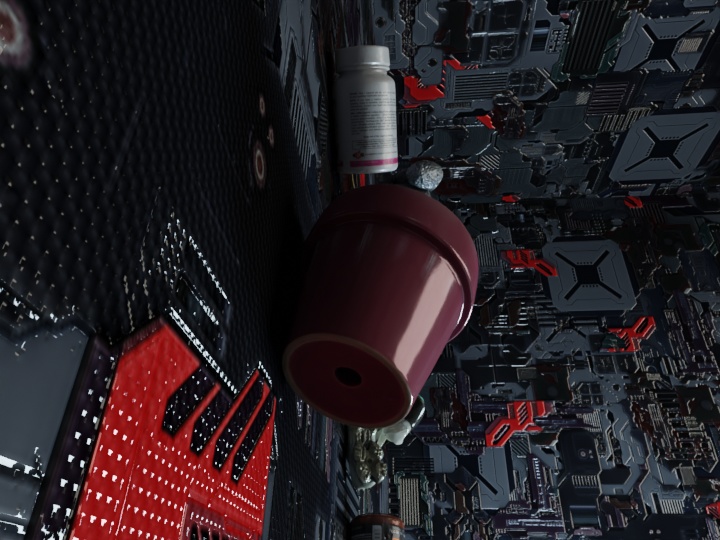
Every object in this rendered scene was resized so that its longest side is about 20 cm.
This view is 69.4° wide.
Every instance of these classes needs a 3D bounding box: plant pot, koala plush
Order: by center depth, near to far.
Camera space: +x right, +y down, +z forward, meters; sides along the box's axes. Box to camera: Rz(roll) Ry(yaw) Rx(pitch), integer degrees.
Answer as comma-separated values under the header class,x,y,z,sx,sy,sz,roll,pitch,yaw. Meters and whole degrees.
class,x,y,z,sx,sy,sz,roll,pitch,yaw
plant pot,0.011,0.045,0.529,0.180,0.196,0.203,-64,156,-45
koala plush,0.049,-0.086,0.950,0.199,0.181,0.181,-36,114,-51

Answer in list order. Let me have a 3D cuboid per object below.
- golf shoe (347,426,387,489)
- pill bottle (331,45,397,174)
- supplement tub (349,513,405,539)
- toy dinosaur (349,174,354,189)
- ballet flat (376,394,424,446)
class,x,y,z,sx,sy,sz,roll,pitch,yaw
golf shoe,-0.002,0.305,0.978,0.098,0.077,0.203,121,-23,-48
pill bottle,0.007,-0.276,0.908,0.114,0.111,0.204,-74,161,-75
supplement tub,0.029,0.545,0.909,0.108,0.104,0.203,82,8,-51
toy dinosaur,-0.006,-0.142,1.160,0.101,0.057,0.204,-126,-161,-69
ballet flat,0.058,0.309,1.007,0.201,0.067,0.069,-52,-174,43
